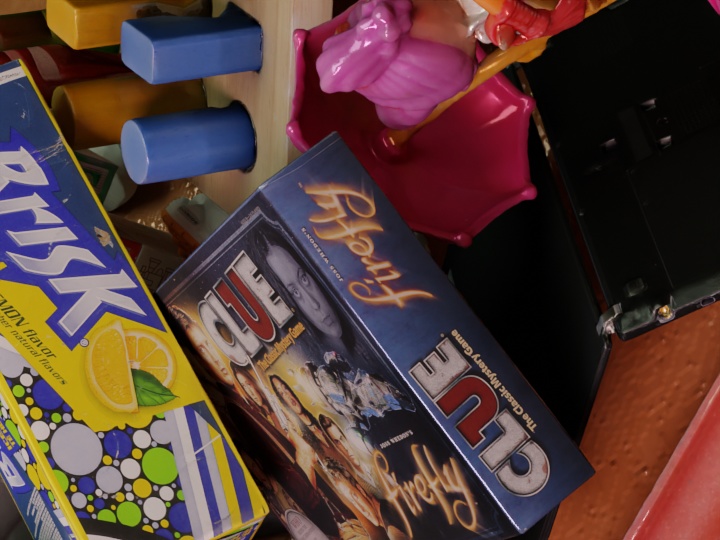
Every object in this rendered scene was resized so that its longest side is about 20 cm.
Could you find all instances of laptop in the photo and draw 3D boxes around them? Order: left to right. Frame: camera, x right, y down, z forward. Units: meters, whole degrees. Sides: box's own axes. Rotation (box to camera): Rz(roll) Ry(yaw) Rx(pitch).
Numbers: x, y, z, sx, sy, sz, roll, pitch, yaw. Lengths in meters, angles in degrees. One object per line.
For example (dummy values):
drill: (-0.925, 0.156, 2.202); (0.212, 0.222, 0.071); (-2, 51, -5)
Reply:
laptop: (0.112, -0.011, 0.809); (0.200, 0.103, 0.177); (-24, 38, 9)

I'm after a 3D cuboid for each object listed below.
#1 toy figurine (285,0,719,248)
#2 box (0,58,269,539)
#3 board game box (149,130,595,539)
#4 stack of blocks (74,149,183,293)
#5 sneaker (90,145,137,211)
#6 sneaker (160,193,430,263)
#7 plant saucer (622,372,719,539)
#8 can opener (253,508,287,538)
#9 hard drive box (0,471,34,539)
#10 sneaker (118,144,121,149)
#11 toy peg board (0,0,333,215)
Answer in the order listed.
toy figurine: (0.054, -0.084, 0.720); (0.184, 0.200, 0.150); (-36, 72, 14)
box: (-0.114, 0.027, 0.836); (0.200, 0.070, 0.064); (60, 155, 14)
board game box: (-0.009, 0.041, 0.788); (0.136, 0.035, 0.200); (52, 158, 0)
stack of blocks: (-0.151, -0.005, 0.967); (0.059, 0.200, 0.115); (29, 98, 47)
sneaker: (-0.170, -0.082, 1.119); (0.200, 0.075, 0.089); (9, 69, 48)
sneaker: (0.000, 0.000, 0.897); (0.092, 0.076, 0.200); (-35, 40, -14)
plant saucer: (0.170, 0.114, 0.717); (0.200, 0.037, 0.200); (38, 102, 46)
can opener: (-0.070, 0.089, 0.956); (0.200, 0.066, 0.053); (-11, 66, 38)
hard drive box: (-0.231, 0.112, 0.887); (0.200, 0.156, 0.077); (-18, 65, 46)
sneaker: (-0.068, -0.161, 1.008); (0.202, 0.077, 0.146); (-48, 43, 46)
toy peg board: (-0.099, -0.127, 0.870); (0.199, 0.098, 0.200); (40, 134, 51)
